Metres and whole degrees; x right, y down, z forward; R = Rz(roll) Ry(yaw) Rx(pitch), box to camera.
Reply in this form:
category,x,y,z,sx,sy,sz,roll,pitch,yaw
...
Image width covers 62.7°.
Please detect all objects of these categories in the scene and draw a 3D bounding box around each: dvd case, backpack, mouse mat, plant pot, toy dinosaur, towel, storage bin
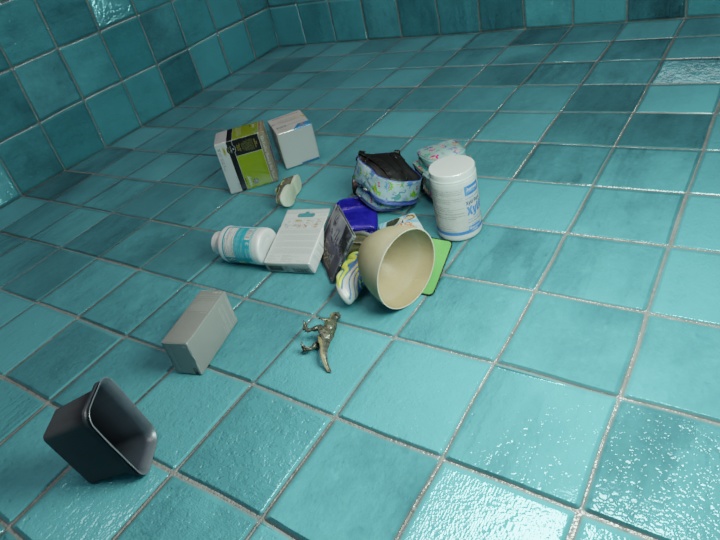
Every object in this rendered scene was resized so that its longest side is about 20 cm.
category,x,y,z,sx,sy,sz,roll,pitch,yaw
dvd case,-0.072,-0.080,1.659,0.016,0.150,0.201,15,25,-24
backpack,0.087,-0.268,1.818,0.180,0.149,0.200,-8,35,-29
mouse mat,0.131,-0.022,1.540,0.197,0.008,0.163,12,69,33
plant pot,0.069,-0.025,1.451,0.199,0.203,0.134,-35,40,-27
toy dinosaur,-0.097,0.159,1.405,0.086,0.048,0.202,-1,39,9
towel,-0.019,-0.168,1.830,0.145,0.050,0.201,-11,34,8
backpack,0.268,-0.308,1.834,0.174,0.152,0.201,-18,39,-6
storage bin,-0.535,0.333,1.212,0.132,0.202,0.147,-21,33,9

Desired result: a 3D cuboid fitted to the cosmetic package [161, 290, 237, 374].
category,x,y,z,sx,sy,sz,roll,pitch,yaw
cosmetic package,-0.399,0.152,1.481,0.089,0.108,0.201,2,36,23

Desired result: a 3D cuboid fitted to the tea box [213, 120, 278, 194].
category,x,y,z,sx,sy,sz,roll,pitch,yaw
tea box,-0.428,-0.428,2.230,0.193,0.203,0.134,-14,33,-1

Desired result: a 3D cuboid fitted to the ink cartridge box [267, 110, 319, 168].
category,x,y,z,sx,sy,sz,roll,pitch,yaw
ink cartridge box,-0.267,-0.524,2.349,0.145,0.147,0.201,-20,34,-8

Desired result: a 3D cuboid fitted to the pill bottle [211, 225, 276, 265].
category,x,y,z,sx,sy,sz,roll,pitch,yaw
pill bottle,-0.354,-0.078,1.784,0.197,0.112,0.111,6,39,28

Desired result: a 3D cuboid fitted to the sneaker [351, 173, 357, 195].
category,x,y,z,sx,sy,sz,roll,pitch,yaw
sneaker,0.052,-0.319,1.996,0.113,0.077,0.201,6,39,24

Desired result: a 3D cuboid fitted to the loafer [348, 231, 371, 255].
category,x,y,z,sx,sy,sz,roll,pitch,yaw
loafer,-0.007,-0.072,1.677,0.198,0.075,0.071,11,83,44

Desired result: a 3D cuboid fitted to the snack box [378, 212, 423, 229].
category,x,y,z,sx,sy,sz,roll,pitch,yaw
snack box,0.128,-0.087,1.664,0.114,0.038,0.201,-19,34,-2

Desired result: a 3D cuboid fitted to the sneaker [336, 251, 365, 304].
category,x,y,z,sx,sy,sz,roll,pitch,yaw
sneaker,0.000,0.000,1.533,0.104,0.076,0.201,-30,27,26

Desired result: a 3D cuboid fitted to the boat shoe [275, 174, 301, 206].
category,x,y,z,sx,sy,sz,roll,pitch,yaw
boat shoe,-0.261,-0.275,2.063,0.059,0.073,0.203,-6,29,16

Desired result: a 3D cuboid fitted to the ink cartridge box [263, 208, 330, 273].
category,x,y,z,sx,sy,sz,roll,pitch,yaw
ink cartridge box,-0.176,-0.087,1.730,0.160,0.057,0.202,2,52,28

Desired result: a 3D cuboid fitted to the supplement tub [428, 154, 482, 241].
category,x,y,z,sx,sy,sz,roll,pitch,yaw
supplement tub,0.261,-0.197,1.619,0.129,0.203,0.133,-10,34,7
